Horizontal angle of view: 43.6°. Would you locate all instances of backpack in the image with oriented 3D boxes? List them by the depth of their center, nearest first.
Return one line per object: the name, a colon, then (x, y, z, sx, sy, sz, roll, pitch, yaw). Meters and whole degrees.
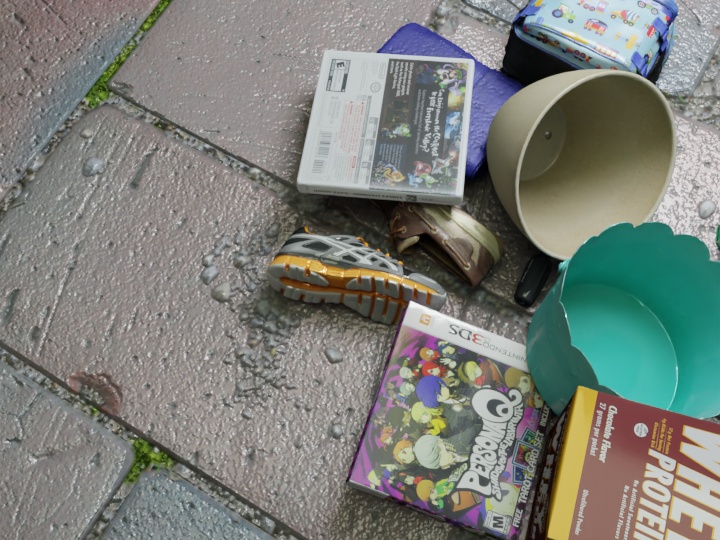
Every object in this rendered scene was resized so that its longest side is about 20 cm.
backpack: (0.288, -0.293, 1.063, 0.182, 0.135, 0.200, 33, 71, 14)

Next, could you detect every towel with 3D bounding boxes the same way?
towel: (0.097, -0.204, 1.088, 0.199, 0.050, 0.148, 36, 68, 16)

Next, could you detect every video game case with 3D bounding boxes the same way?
video game case: (0.100, 0.155, 0.930, 0.180, 0.036, 0.201, 21, 70, -2)
video game case: (0.032, -0.166, 1.020, 0.180, 0.023, 0.201, 5, 59, 6)

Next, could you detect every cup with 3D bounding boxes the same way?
cup: (0.215, -0.128, 0.977, 0.200, 0.201, 0.143, -33, 32, -9)

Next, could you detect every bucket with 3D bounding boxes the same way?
bucket: (0.271, 0.067, 0.899, 0.205, 0.135, 0.209, 4, 67, -10)

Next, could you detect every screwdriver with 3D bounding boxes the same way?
screwdriver: (0.224, -0.046, 1.024, 0.028, 0.029, 0.201, 25, 73, 13)

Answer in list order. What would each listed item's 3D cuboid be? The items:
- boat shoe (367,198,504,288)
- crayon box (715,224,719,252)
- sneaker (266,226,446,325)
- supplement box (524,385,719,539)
boat shoe: (0.062, -0.051, 1.016, 0.199, 0.072, 0.072, 35, 73, 9)
crayon box: (0.480, -0.025, 0.909, 0.199, 0.058, 0.119, -26, 99, 29)
sneaker: (0.000, 0.000, 0.998, 0.198, 0.079, 0.078, 16, 50, 2)
supplement box: (0.265, 0.217, 0.824, 0.196, 0.200, 0.134, 14, 69, 9)
